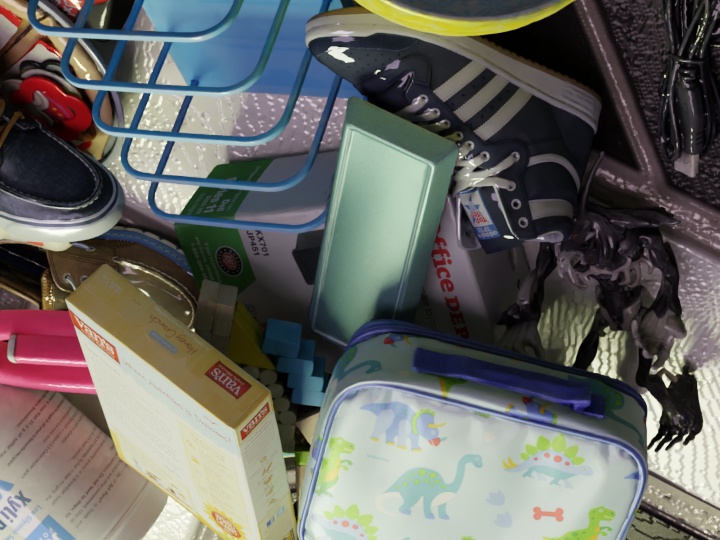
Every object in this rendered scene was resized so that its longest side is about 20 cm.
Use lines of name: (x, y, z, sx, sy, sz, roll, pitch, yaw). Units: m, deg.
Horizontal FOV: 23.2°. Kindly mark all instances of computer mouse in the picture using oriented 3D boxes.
computer mouse: (0.262, -0.105, 0.991, 0.199, 0.053, 0.139, 9, 123, 18)

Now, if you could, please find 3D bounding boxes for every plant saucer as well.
plant saucer: (0.007, -0.015, 1.045, 0.070, 0.019, 0.200, 26, 141, 12)

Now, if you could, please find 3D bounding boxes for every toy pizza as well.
toy pizza: (-0.250, -0.126, 1.172, 0.200, 0.032, 0.200, 18, 145, 13)

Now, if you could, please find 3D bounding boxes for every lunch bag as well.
lunch bag: (0.070, 0.120, 1.069, 0.199, 0.083, 0.161, 13, 125, -2)

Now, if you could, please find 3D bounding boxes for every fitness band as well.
fitness band: (-0.182, 0.063, 1.234, 0.199, 0.038, 0.144, 4, 165, 0)

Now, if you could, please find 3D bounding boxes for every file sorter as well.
file sorter: (-0.089, -0.126, 1.034, 0.138, 0.123, 0.200, 6, 151, 22)

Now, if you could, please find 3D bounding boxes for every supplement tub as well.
supplement tub: (-0.259, 0.152, 1.330, 0.200, 0.132, 0.132, 42, 127, -6)

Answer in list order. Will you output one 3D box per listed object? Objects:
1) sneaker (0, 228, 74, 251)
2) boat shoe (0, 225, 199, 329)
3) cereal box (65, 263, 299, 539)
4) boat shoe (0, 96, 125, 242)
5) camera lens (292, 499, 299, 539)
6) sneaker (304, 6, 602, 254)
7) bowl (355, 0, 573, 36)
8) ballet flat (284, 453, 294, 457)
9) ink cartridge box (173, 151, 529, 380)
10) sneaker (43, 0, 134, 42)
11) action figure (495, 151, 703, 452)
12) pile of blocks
sneaker: (-0.284, -0.037, 1.204, 0.199, 0.094, 0.070, 23, 155, 27)
boat shoe: (-0.201, 0.008, 1.248, 0.199, 0.072, 0.072, 18, 128, 13)
cereal box: (-0.109, 0.098, 1.110, 0.144, 0.040, 0.200, 35, 154, 23)
boat shoe: (-0.245, -0.089, 1.123, 0.200, 0.071, 0.091, 23, 150, 12)
camera lens: (0.032, 0.241, 1.219, 0.160, 0.160, 0.200, -5, 138, 26)
sneaker: (0.052, -0.075, 1.012, 0.200, 0.109, 0.070, 17, 167, -29)
bowl: (0.048, -0.210, 0.961, 0.200, 0.200, 0.108, 33, 165, 0)
ballet flat: (0.009, 0.091, 1.217, 0.199, 0.070, 0.070, 0, 122, 7)
ink cartridge box: (0.000, 0.000, 1.151, 0.199, 0.083, 0.147, -6, 119, 25)
sneaker: (-0.183, -0.243, 1.083, 0.108, 0.067, 0.202, 23, 130, 5)
action figure: (0.153, 0.030, 1.096, 0.119, 0.102, 0.200, -6, 121, 29)
pile of blocks: (-0.040, 0.073, 1.131, 0.082, 0.062, 0.200, -23, 119, 16)
